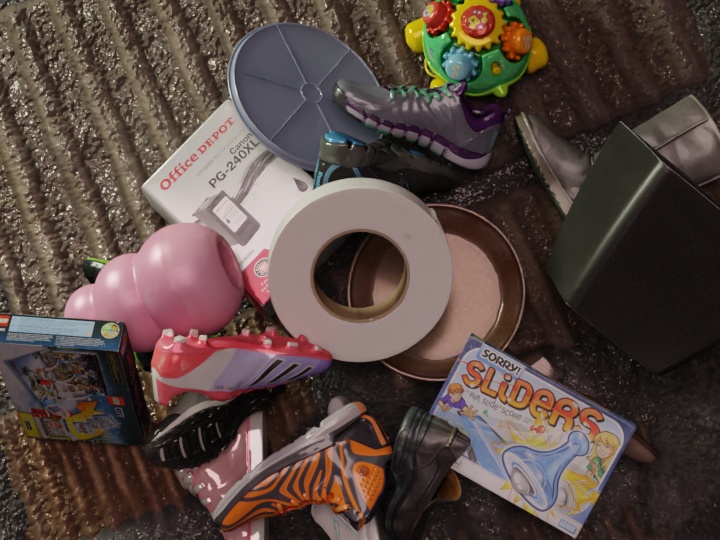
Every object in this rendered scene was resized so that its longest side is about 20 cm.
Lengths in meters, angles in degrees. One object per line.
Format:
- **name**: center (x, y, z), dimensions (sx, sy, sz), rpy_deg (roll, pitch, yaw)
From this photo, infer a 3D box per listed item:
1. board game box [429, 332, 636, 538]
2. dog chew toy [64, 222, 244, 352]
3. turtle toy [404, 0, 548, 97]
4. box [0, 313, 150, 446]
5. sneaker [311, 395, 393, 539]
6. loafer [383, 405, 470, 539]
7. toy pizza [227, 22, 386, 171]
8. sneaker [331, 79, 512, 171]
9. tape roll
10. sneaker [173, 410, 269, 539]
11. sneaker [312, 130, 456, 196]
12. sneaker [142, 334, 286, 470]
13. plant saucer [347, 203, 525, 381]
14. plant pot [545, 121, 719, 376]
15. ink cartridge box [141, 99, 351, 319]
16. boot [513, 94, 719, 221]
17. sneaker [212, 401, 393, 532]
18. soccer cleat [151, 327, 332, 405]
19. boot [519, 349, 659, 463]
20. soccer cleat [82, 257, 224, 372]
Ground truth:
- **board game box**: center (0.172, 0.174, 1.569), dimensions (0.199, 0.034, 0.136), rpy_deg (28, 96, 5)
- **dog chew toy**: center (-0.226, 0.030, 1.578), dimensions (0.199, 0.124, 0.125), rpy_deg (-23, 77, 12)
- **turtle toy**: center (0.123, -0.288, 1.694), dimensions (0.145, 0.101, 0.201), rpy_deg (-24, 78, -2)
- **box**: center (-0.306, 0.120, 1.584), dimensions (0.135, 0.201, 0.038), rpy_deg (3, 55, 3)
- **sneaker**: center (-0.020, 0.236, 1.610), dimensions (0.080, 0.070, 0.202), rpy_deg (-15, 73, 16)
- **loafer**: center (0.069, 0.228, 1.546), dimensions (0.072, 0.201, 0.073), rpy_deg (18, 50, 13)
- **toy pizza**: center (-0.061, -0.193, 1.680), dimensions (0.199, 0.032, 0.202), rpy_deg (14, 57, -22)
- **sneaker**: center (0.069, -0.189, 1.661), dimensions (0.199, 0.075, 0.088), rpy_deg (21, 114, -16)
- **tape roll**: center (0.000, 0.000, 1.586), dimensions (0.201, 0.037, 0.204), rpy_deg (-1, 111, -3)
- **sneaker**: center (-0.151, 0.251, 1.609), dimensions (0.104, 0.075, 0.202), rpy_deg (-2, 71, -2)
- **sneaker**: center (0.023, -0.101, 1.642), dimensions (0.073, 0.199, 0.083), rpy_deg (31, 109, 45)
- **sneaker**: center (-0.160, 0.140, 1.592), dimensions (0.079, 0.074, 0.200), rpy_deg (26, 49, 32)
- **plant saucer**: center (0.085, 0.026, 1.664), dimensions (0.199, 0.037, 0.202), rpy_deg (-1, 79, 3)
- **plant pot**: center (0.309, -0.012, 1.566), dimensions (0.200, 0.200, 0.178), rpy_deg (38, 102, -14)
- **ink cartridge box**: center (-0.127, -0.070, 1.671), dimensions (0.200, 0.083, 0.145), rpy_deg (43, 84, 10)
- **boot**: center (0.294, -0.142, 1.670), dimensions (0.199, 0.073, 0.183), rpy_deg (-32, 92, 3)
- **sneaker**: center (-0.050, 0.234, 1.534), dimensions (0.199, 0.078, 0.112), rpy_deg (-35, 78, -3)
- **soccer cleat**: center (-0.124, 0.102, 1.540), dimensions (0.199, 0.067, 0.077), rpy_deg (4, 103, -30)
- **boot**: center (0.204, 0.191, 1.614), dimensions (0.200, 0.070, 0.147), rpy_deg (39, 89, 11)
- **soccer cleat**: center (-0.240, 0.060, 1.658), dimensions (0.199, 0.068, 0.081), rpy_deg (36, 75, 6)
